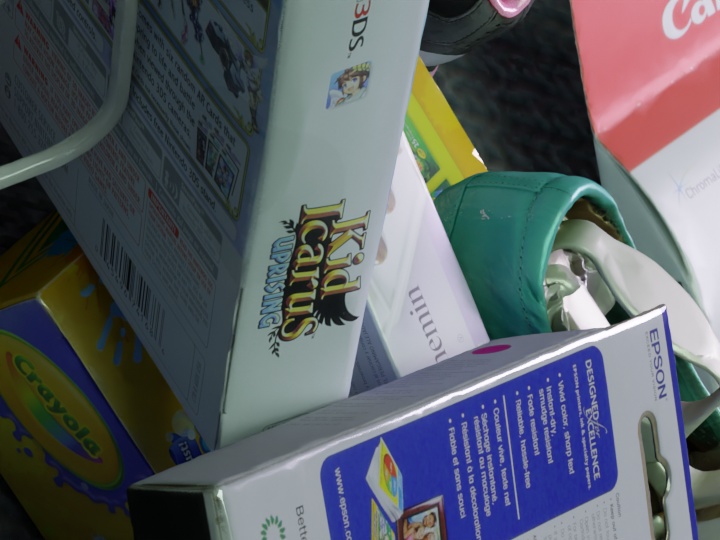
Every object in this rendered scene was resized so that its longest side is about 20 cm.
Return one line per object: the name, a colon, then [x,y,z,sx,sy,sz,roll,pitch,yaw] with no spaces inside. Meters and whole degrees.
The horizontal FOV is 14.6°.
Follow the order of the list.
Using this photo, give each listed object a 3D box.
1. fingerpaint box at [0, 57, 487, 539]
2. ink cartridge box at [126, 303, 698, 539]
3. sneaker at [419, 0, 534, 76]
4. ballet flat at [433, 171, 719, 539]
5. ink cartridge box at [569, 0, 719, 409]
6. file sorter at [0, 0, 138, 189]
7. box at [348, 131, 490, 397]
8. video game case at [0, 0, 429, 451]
fingerpaint box: [-0.011,0.049,0.840,0.167,0.073,0.201,-45,109,-38]
ink cartridge box: [0.022,0.075,0.722,0.199,0.037,0.095,-18,102,-49]
sneaker: [0.009,-0.157,0.887,0.079,0.095,0.201,-14,88,-39]
ballet flat: [0.089,0.055,0.829,0.067,0.070,0.201,-48,112,-38]
ink cartridge box: [0.145,-0.046,0.969,0.162,0.057,0.201,-34,128,-39]
file sorter: [-0.150,-0.117,0.663,0.138,0.125,0.201,-21,66,-20]
box: [0.000,0.000,0.785,0.039,0.041,0.201,-29,98,-40]
video game case: [-0.055,-0.086,0.705,0.045,0.182,0.200,-19,54,-24]
